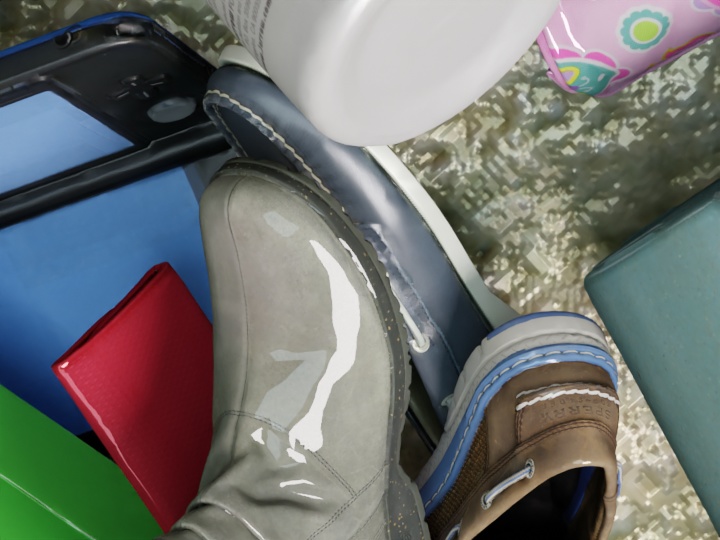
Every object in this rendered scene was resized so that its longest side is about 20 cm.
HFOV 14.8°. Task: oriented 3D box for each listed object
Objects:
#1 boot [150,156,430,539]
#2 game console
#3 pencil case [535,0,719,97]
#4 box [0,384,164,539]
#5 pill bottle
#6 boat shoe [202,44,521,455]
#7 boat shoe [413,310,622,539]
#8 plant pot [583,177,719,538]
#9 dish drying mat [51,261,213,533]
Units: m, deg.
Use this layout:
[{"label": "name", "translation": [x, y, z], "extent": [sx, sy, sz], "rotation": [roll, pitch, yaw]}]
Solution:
[{"label": "boot", "translation": [-0.040, 0.074, 0.967], "extent": [0.068, 0.131, 0.201], "rotation": [8, 123, 37]}, {"label": "game console", "translation": [-0.132, 0.003, 1.067], "extent": [0.199, 0.171, 0.119], "rotation": [-20, 74, 13]}, {"label": "pencil case", "translation": [0.152, -0.128, 1.000], "extent": [0.199, 0.087, 0.088], "rotation": [-19, 101, 11]}, {"label": "box", "translation": [-0.159, 0.149, 1.083], "extent": [0.200, 0.097, 0.177], "rotation": [35, 125, -7]}, {"label": "pill bottle", "translation": [-0.026, -0.149, 0.975], "extent": [0.114, 0.114, 0.200], "rotation": [-49, 62, 17]}, {"label": "boat shoe", "translation": [0.000, 0.000, 1.036], "extent": [0.062, 0.075, 0.200], "rotation": [-47, 125, -11]}, {"label": "boat shoe", "translation": [0.054, 0.105, 1.041], "extent": [0.072, 0.073, 0.200], "rotation": [-4, 139, -10]}, {"label": "plant pot", "translation": [0.192, 0.043, 0.993], "extent": [0.200, 0.200, 0.196], "rotation": [-35, 89, 16]}, {"label": "dish drying mat", "translation": [-0.042, 0.098, 1.052], "extent": [0.018, 0.077, 0.200], "rotation": [-21, 108, 38]}]
